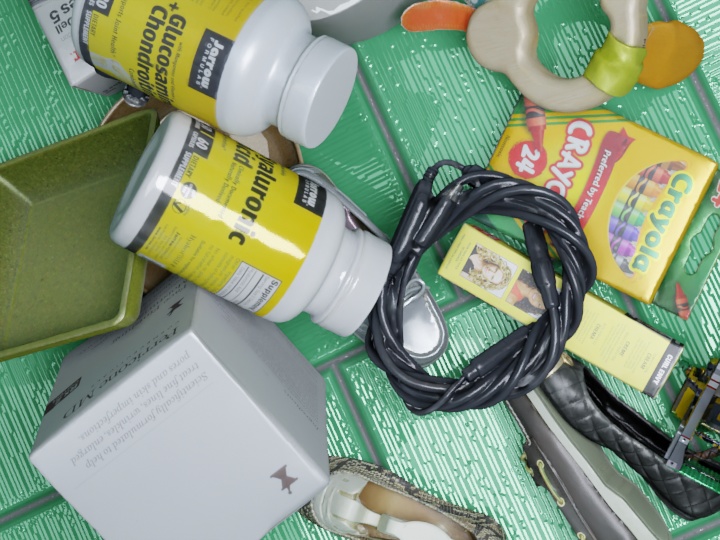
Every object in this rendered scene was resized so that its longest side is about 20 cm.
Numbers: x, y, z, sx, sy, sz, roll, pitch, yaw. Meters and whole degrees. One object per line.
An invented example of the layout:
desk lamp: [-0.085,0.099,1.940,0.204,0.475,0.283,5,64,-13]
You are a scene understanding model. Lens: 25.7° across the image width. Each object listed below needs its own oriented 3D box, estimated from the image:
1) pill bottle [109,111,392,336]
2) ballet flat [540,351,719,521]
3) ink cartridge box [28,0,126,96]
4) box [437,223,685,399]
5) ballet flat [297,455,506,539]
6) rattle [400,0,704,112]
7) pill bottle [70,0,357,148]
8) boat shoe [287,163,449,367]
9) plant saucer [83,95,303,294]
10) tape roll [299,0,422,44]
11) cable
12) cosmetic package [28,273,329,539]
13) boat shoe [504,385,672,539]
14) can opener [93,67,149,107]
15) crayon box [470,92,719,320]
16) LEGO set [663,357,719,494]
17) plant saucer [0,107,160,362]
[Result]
pill bottle: [-0.080,-0.028,1.204,0.199,0.111,0.112,27,97,-15]
ballet flat: [0.214,0.119,1.258,0.200,0.066,0.057,40,119,-1]
ink cartridge box: [-0.216,-0.272,1.349,0.145,0.084,0.201,-29,85,12]
box: [0.162,0.032,1.271,0.199,0.075,0.050,30,96,12]
ballet flat: [0.024,0.203,1.301,0.199,0.075,0.068,18,95,12]
rattle: [0.154,-0.201,1.262,0.199,0.143,0.131,8,119,36]
pill bottle: [-0.107,-0.169,1.180,0.199,0.112,0.113,26,96,14]
boat shoe: [0.001,-0.002,1.295,0.074,0.065,0.203,-36,96,-3]
plant saucer: [-0.139,-0.071,1.357,0.199,0.035,0.202,0,90,13]
tape roll: [-0.035,-0.291,1.280,0.201,0.139,0.204,0,89,13]
cable: [0.090,0.023,1.231,0.162,0.051,0.201,23,92,7]
cosmetic package: [-0.136,0.117,1.252,0.165,0.200,0.165,-38,106,9]
boat shoe: [0.165,0.158,1.270,0.061,0.072,0.202,-43,74,20]
can opener: [-0.121,-0.157,1.284,0.199,0.064,0.079,18,120,-11]
crayon box: [0.200,-0.058,1.273,0.199,0.051,0.128,26,95,11]
LEGO set: [0.328,0.111,1.193,0.199,0.154,0.116,31,114,18]
plant saucer: [-0.239,-0.016,1.301,0.199,0.048,0.201,-16,55,32]
